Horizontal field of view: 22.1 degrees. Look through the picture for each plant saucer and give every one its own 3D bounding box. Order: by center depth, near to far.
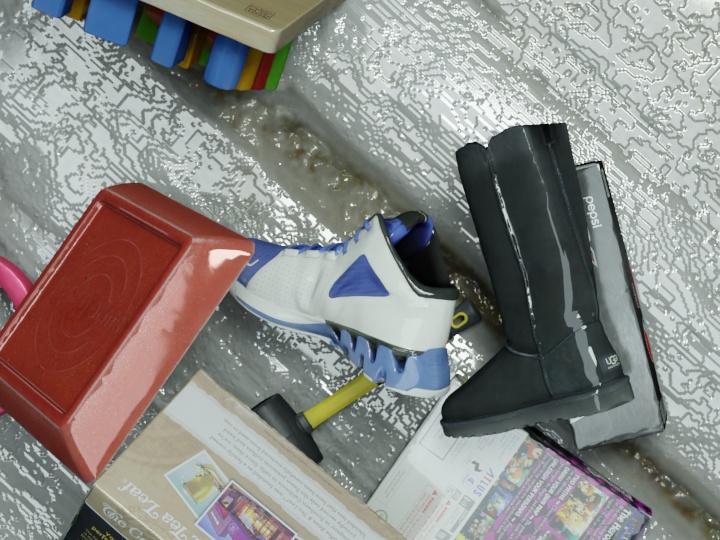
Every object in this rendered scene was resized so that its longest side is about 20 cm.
[{"bbox_3d":[-0.187,0.030,1.318,0.037,0.199,0.200,39,83,-35],"label":"plant saucer"}]

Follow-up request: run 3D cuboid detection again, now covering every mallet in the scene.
[{"bbox_3d":[0.009,0.093,1.388,0.200,0.041,0.066,-27,90,7],"label":"mallet"}]

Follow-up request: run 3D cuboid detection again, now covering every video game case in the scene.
[{"bbox_3d":[0.089,0.209,1.383,0.181,0.036,0.200,34,100,5],"label":"video game case"}]

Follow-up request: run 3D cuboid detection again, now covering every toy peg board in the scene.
[{"bbox_3d":[-0.133,-0.185,1.309,0.199,0.199,0.098,23,114,6],"label":"toy peg board"}]

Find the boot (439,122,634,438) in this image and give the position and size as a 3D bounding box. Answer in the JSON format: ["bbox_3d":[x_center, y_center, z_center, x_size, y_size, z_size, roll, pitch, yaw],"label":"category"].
[{"bbox_3d":[0.099,0.008,1.292,0.165,0.066,0.201,-16,92,41],"label":"boot"}]

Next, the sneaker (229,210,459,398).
[{"bbox_3d":[0.001,0.000,1.326,0.199,0.080,0.115,27,107,33],"label":"sneaker"}]

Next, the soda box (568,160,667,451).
[{"bbox_3d":[0.166,0.024,1.340,0.071,0.063,0.201,-14,93,10],"label":"soda box"}]

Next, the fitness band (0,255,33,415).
[{"bbox_3d":[-0.339,0.053,1.439,0.199,0.037,0.144,-10,97,11],"label":"fitness band"}]

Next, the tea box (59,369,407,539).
[{"bbox_3d":[-0.104,0.216,1.322,0.200,0.134,0.197,40,141,3],"label":"tea box"}]
